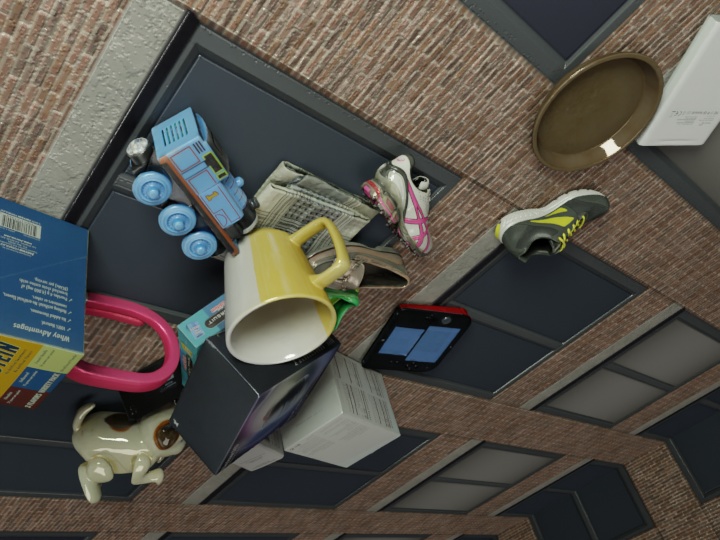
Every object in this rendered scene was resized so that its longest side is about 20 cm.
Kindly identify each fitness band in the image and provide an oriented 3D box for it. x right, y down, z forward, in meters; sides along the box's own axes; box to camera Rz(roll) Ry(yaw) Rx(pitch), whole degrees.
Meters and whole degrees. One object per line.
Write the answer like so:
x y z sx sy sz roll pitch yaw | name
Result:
-0.362 0.106 0.918 0.198 0.145 0.037 20 128 -38 | fitness band

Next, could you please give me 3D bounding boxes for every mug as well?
-0.107 0.019 0.861 0.184 0.155 0.150 -16 143 -7 | mug

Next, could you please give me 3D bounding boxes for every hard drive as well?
0.509 -0.272 0.915 0.130 0.027 0.202 -4 140 -18 | hard drive

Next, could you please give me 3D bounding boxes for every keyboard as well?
-0.329 0.215 1.091 0.198 0.129 0.021 -28 169 13 | keyboard

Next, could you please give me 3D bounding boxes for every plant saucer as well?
0.336 -0.228 0.895 0.197 0.030 0.202 -12 142 -9 | plant saucer

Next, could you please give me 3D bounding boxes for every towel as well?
-0.094 -0.056 0.921 0.191 0.035 0.200 20 128 -38 | towel

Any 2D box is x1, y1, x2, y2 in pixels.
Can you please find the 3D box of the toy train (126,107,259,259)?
-0.203 -0.098 0.780 0.113 0.087 0.201 -27 137 3 | toy train

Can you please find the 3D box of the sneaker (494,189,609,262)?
0.330 -0.067 1.042 0.197 0.085 0.075 -19 143 1 | sneaker

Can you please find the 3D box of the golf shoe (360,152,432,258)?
0.078 -0.089 0.920 0.092 0.073 0.200 -42 145 -1 | golf shoe

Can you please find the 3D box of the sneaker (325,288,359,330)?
-0.084 0.073 1.042 0.199 0.084 0.074 -35 140 21 | sneaker

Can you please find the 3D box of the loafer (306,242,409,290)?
0.000 0.000 0.974 0.198 0.063 0.072 -3 137 -41 | loafer

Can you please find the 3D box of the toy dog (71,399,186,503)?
-0.422 0.312 1.176 0.197 0.140 0.197 -14 106 -3 | toy dog

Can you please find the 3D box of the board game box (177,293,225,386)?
-0.212 0.109 0.985 0.150 0.047 0.201 -38 162 -31 | board game box

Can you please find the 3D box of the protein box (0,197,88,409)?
-0.450 0.029 0.741 0.135 0.202 0.197 -40 138 26 | protein box

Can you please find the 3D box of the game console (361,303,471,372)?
0.113 0.140 1.251 0.174 0.031 0.201 4 136 -27 | game console

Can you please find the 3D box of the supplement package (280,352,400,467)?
-0.049 0.280 1.253 0.151 0.152 0.199 -35 139 20 | supplement package

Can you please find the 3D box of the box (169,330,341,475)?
-0.162 0.175 0.963 0.197 0.123 0.201 -25 153 -52 | box

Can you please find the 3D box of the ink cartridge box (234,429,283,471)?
-0.237 0.273 1.172 0.083 0.146 0.200 -25 142 12 | ink cartridge box
